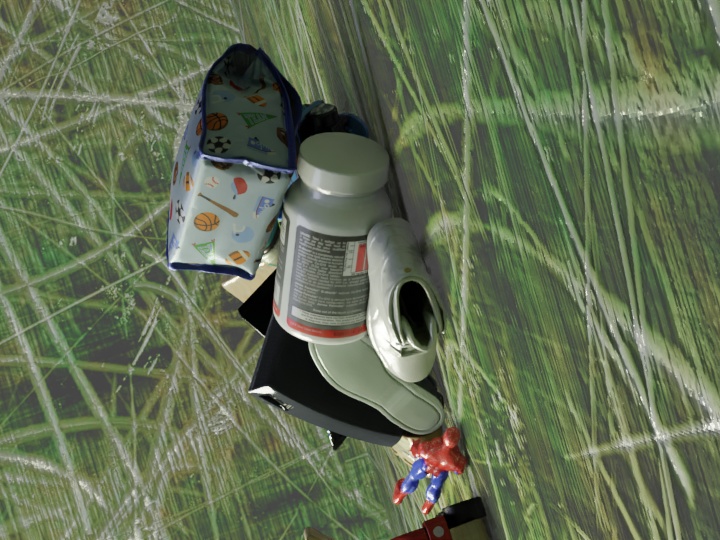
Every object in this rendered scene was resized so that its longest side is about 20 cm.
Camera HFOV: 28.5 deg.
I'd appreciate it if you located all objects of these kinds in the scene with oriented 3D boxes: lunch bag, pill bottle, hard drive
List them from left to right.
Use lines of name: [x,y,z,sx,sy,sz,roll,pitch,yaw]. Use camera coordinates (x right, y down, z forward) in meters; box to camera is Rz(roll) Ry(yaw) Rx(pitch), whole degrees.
lunch bag: [-0.136,-0.120,1.503,0.201,0.123,0.171,-99,26,-45]
pill bottle: [-0.028,-0.033,1.489,0.116,0.115,0.202,-114,28,-55]
hard drive: [-0.021,0.117,1.645,0.042,0.199,0.136,-9,61,62]

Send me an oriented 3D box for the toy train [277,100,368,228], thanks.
toy train: [-0.042,-0.092,1.587,0.087,0.113,0.202,-50,-47,-49]

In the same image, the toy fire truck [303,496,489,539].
toy fire truck: [0.047,0.320,1.599,0.176,0.198,0.130,93,158,-77]

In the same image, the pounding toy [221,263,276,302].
pounding toy: [-0.100,-0.025,1.996,0.200,0.142,0.185,38,-139,-32]

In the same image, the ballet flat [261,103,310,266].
ballet flat: [-0.081,-0.098,1.682,0.062,0.067,0.202,29,-109,-41]

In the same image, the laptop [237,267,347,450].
laptop: [-0.038,0.081,1.742,0.103,0.177,0.201,18,140,34]

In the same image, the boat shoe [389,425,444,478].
boat shoe: [0.067,0.214,1.800,0.200,0.072,0.066,-153,47,-76]

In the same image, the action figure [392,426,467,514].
action figure: [0.084,0.225,1.633,0.200,0.065,0.052,112,-178,-62]

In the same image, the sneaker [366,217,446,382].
sneaker: [0.048,0.060,1.437,0.116,0.073,0.201,-108,5,-53]

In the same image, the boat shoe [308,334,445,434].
boat shoe: [0.016,0.111,1.602,0.200,0.075,0.061,44,-158,-28]

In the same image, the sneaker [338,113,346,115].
sneaker: [-0.043,-0.138,1.792,0.200,0.069,0.110,-155,51,-80]
